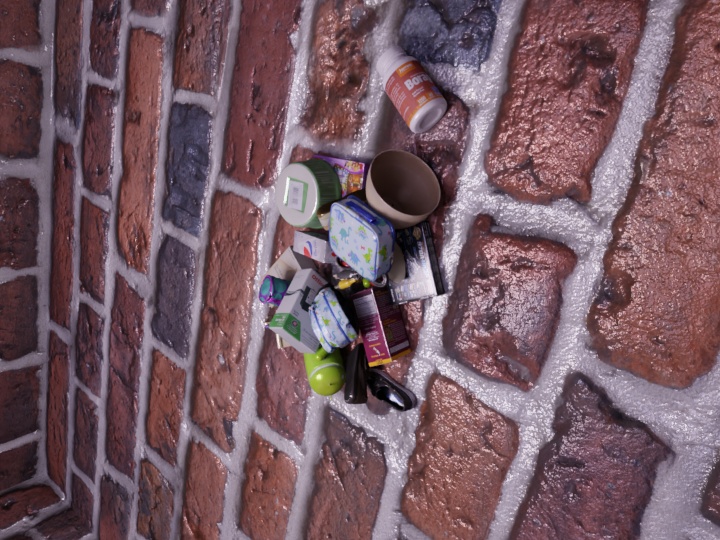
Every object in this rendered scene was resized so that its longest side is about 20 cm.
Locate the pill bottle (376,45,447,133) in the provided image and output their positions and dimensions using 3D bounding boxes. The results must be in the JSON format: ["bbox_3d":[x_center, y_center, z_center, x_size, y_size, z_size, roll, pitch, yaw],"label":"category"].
[{"bbox_3d":[0.124,-0.461,1.379,0.112,0.111,0.203,-42,72,33],"label":"pill bottle"}]

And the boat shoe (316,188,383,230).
[{"bbox_3d":[-0.023,-0.170,1.516,0.193,0.075,0.068,-18,125,2],"label":"boat shoe"}]

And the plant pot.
[{"bbox_3d":[0.093,-0.188,1.414,0.203,0.196,0.135,57,147,16],"label":"plant pot"}]

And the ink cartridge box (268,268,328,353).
[{"bbox_3d":[-0.158,0.118,1.602,0.082,0.146,0.204,-7,51,49],"label":"ink cartridge box"}]

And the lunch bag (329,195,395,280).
[{"bbox_3d":[0.003,-0.086,1.385,0.199,0.081,0.165,38,139,36],"label":"lunch bag"}]

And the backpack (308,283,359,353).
[{"bbox_3d":[-0.070,0.139,1.495,0.167,0.151,0.199,64,162,-15],"label":"backpack"}]

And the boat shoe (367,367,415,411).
[{"bbox_3d":[0.066,0.348,1.574,0.197,0.065,0.072,30,113,31],"label":"boat shoe"}]

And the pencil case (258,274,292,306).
[{"bbox_3d":[-0.215,0.083,1.666,0.085,0.196,0.094,-45,43,26],"label":"pencil case"}]

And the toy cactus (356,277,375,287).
[{"bbox_3d":[-0.011,-0.042,1.561,0.163,0.100,0.207,-24,80,52],"label":"toy cactus"}]

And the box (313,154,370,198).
[{"bbox_3d":[-0.062,-0.257,1.599,0.195,0.039,0.142,16,107,35],"label":"box"}]

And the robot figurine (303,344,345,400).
[{"bbox_3d":[-0.108,0.285,1.640,0.179,0.112,0.203,85,170,-46],"label":"robot figurine"}]

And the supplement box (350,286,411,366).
[{"bbox_3d":[0.058,0.149,1.523,0.084,0.109,0.207,-18,85,36],"label":"supplement box"}]

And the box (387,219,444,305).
[{"bbox_3d":[0.133,-0.019,1.480,0.156,0.045,0.207,-15,87,38],"label":"box"}]

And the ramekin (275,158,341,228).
[{"bbox_3d":[-0.158,-0.222,1.593,0.195,0.096,0.208,8,103,36],"label":"ramekin"}]

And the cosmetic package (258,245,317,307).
[{"bbox_3d":[-0.236,0.019,1.756,0.200,0.072,0.105,-45,70,34],"label":"cosmetic package"}]

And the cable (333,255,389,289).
[{"bbox_3d":[0.000,0.000,1.481,0.194,0.050,0.101,-2,88,34],"label":"cable"}]

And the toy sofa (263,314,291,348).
[{"bbox_3d":[-0.248,0.186,1.709,0.200,0.094,0.086,-168,69,-82],"label":"toy sofa"}]

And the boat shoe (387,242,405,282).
[{"bbox_3d":[0.058,-0.058,1.468,0.206,0.072,0.063,61,157,5],"label":"boat shoe"}]

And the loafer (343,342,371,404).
[{"bbox_3d":[-0.004,0.305,1.578,0.073,0.070,0.204,-49,23,41],"label":"loafer"}]

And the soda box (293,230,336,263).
[{"bbox_3d":[-0.128,-0.072,1.621,0.198,0.066,0.066,21,107,53],"label":"soda box"}]
